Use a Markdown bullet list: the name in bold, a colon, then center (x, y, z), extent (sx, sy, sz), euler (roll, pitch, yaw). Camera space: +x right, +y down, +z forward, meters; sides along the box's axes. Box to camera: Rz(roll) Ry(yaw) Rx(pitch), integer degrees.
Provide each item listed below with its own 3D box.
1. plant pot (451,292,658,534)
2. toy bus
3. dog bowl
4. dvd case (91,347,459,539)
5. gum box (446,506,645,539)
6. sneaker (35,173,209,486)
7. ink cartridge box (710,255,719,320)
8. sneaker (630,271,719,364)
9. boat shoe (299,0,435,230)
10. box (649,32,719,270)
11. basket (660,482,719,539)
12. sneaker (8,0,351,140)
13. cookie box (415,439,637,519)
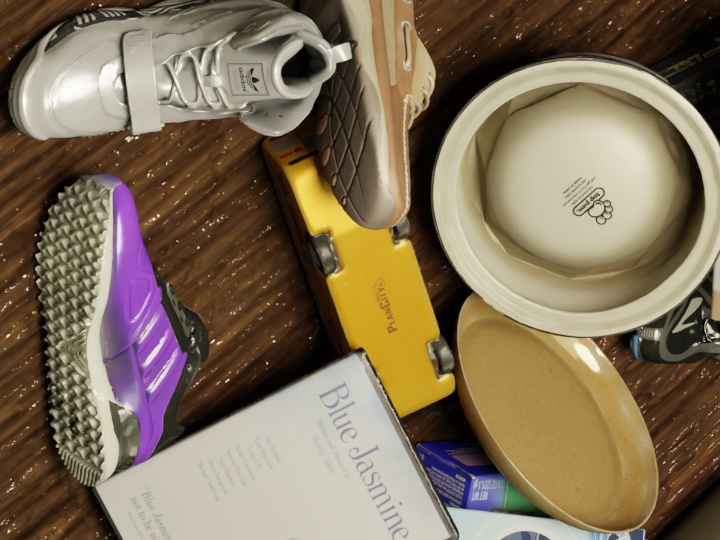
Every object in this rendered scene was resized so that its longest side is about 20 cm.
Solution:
- **plant pot**: center (0.131, 0.100, 1.490), extent (0.200, 0.200, 0.027), euler (23, 132, -37)
- **toy bus**: center (0.000, 0.000, 1.405), extent (0.065, 0.078, 0.200), euler (-25, 119, -12)
- **dog bowl**: center (0.150, -0.059, 1.440), extent (0.200, 0.074, 0.200), euler (3, 113, 8)
- **dvd case**: center (-0.054, 0.157, 1.383), extent (0.200, 0.018, 0.143), euler (-27, 96, 2)
- **gum box**: center (0.099, 0.252, 1.457), extent (0.200, 0.045, 0.170), euler (11, 80, -31)
- **sneaker**: center (-0.143, 0.029, 1.334), extent (0.099, 0.070, 0.200), euler (-15, 117, -37)
- **ink cartridge box**: center (0.303, -0.075, 1.488), extent (0.165, 0.075, 0.200), euler (-32, 127, -62)
- **sneaker**: center (0.287, 0.040, 1.616), extent (0.199, 0.083, 0.071), euler (0, 105, -34)
- **boat shoe**: center (0.014, -0.120, 1.327), extent (0.072, 0.076, 0.200), euler (4, 67, -27)
- **box**: center (0.241, -0.076, 1.566), extent (0.200, 0.051, 0.158), euler (-27, 119, -26)
- **basket**: center (0.292, 0.254, 1.662), extent (0.200, 0.136, 0.180), euler (-33, 105, -17)
- **sneaker**: center (-0.105, -0.119, 1.275), extent (0.200, 0.115, 0.075), euler (-20, 115, -28)
- **cookie box**: center (0.113, 0.228, 1.563), extent (0.171, 0.075, 0.200), euler (0, 106, -33)
